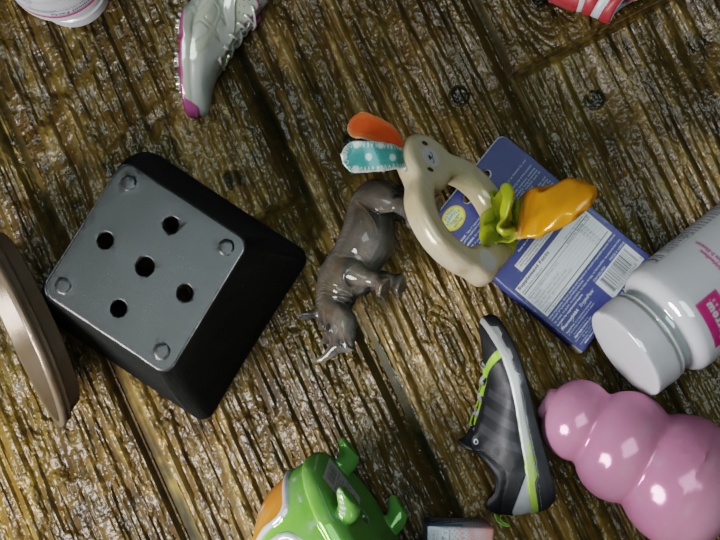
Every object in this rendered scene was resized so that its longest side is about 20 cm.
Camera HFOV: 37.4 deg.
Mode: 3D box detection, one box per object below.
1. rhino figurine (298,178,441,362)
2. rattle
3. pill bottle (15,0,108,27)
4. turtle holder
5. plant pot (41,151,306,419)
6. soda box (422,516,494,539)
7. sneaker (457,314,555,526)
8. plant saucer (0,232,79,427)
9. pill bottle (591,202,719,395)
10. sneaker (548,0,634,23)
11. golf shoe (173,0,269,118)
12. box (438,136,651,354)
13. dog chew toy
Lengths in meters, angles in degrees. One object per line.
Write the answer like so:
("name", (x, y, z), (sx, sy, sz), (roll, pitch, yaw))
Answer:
("rhino figurine", (0.000, 0.000, 1.053), (0.087, 0.060, 0.203), (23, 85, 30))
("rattle", (0.091, -0.094, 0.976), (0.130, 0.142, 0.201), (-43, 97, -29))
("pill bottle", (-0.300, -0.306, 1.016), (0.106, 0.200, 0.111), (0, 84, 0))
("turtle holder", (-0.022, 0.267, 1.004), (0.131, 0.142, 0.186), (-36, 125, 11))
("plant pot", (-0.186, 0.007, 0.997), (0.198, 0.177, 0.202), (32, 86, 4))
("soda box", (0.091, 0.342, 1.019), (0.067, 0.064, 0.204), (2, 83, 0))
("sneaker", (0.130, 0.146, 1.036), (0.081, 0.072, 0.204), (-15, 80, 7))
("plant saucer", (-0.310, 0.049, 0.988), (0.029, 0.200, 0.202), (-25, 84, -23))
("pill bottle", (0.327, 0.022, 1.019), (0.199, 0.113, 0.114), (-36, 85, -10))
("sneaker", (0.265, -0.351, 1.088), (0.111, 0.071, 0.202), (28, 92, 7))
("golf shoe", (-0.140, -0.253, 1.077), (0.090, 0.075, 0.204), (6, 85, -3))
("box", (0.181, -0.028, 1.073), (0.199, 0.032, 0.122), (40, 85, 3))
("dog chew toy", (0.261, 0.175, 1.014), (0.198, 0.125, 0.126), (29, 85, 11))
